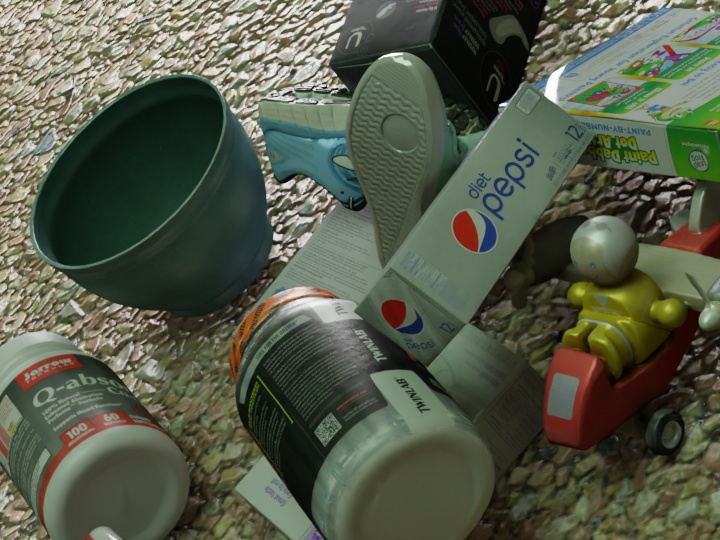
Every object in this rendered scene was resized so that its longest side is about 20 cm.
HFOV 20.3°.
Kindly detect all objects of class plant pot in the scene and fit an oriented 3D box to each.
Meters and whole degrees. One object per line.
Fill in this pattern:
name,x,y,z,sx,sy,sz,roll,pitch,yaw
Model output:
plant pot,-0.156,-0.044,1.680,0.200,0.134,0.201,-24,41,23

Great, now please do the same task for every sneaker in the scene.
sneaker,0.053,-0.092,1.438,0.074,0.201,0.118,19,47,27
sneaker,0.015,-0.091,1.574,0.199,0.090,0.078,10,22,25

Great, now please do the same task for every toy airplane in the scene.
toy airplane,0.192,0.006,1.327,0.200,0.141,0.199,-28,40,18

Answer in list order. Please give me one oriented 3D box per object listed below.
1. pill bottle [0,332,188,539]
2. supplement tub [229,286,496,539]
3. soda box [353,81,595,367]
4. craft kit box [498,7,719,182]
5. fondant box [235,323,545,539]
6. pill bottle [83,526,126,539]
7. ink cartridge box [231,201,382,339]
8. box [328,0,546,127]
pill bottle,-0.224,0.133,1.574,0.116,0.116,0.200,-45,38,-4
supplement tub,-0.006,0.100,1.333,0.122,0.123,0.200,-42,40,0
soda box,0.078,-0.033,1.341,0.200,0.063,0.068,-54,1,-35
craft kit box,0.236,-0.130,1.428,0.200,0.049,0.197,-32,26,-35
fondant box,0.025,0.125,1.426,0.200,0.058,0.144,-49,39,-7
pill bottle,-0.206,0.291,1.422,0.200,0.116,0.116,-50,39,-9
ink cartridge box,0.000,0.000,1.580,0.119,0.042,0.200,23,73,50
box,0.071,-0.212,1.652,0.106,0.122,0.200,-7,49,36
